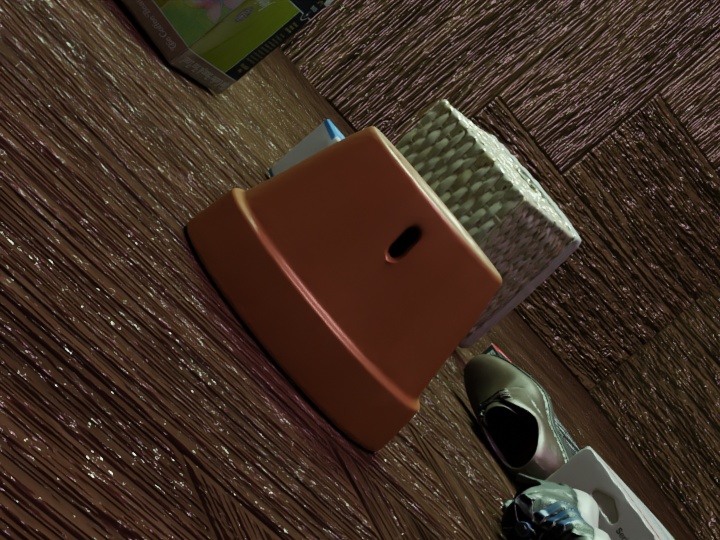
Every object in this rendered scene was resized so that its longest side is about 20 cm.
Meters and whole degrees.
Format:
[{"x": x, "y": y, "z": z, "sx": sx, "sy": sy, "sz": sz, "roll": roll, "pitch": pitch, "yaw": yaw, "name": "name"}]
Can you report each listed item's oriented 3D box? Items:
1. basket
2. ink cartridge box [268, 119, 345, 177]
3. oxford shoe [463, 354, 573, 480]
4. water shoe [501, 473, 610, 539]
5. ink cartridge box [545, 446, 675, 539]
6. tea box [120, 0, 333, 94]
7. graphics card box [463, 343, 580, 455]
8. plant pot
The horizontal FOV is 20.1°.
[{"x": 0.108, "y": -0.054, "z": 2.372, "sx": 0.199, "sy": 0.200, "sz": 0.161, "roll": 53, "pitch": 12, "yaw": 33, "name": "basket"}, {"x": 0.009, "y": -0.033, "z": 1.964, "sx": 0.200, "sy": 0.086, "sz": 0.147, "roll": 47, "pitch": 6, "yaw": -19, "name": "ink cartridge box"}, {"x": 0.146, "y": 0.138, "z": 1.990, "sx": 0.084, "sy": 0.073, "sz": 0.200, "roll": 43, "pitch": 8, "yaw": -39, "name": "oxford shoe"}, {"x": 0.145, "y": 0.215, "z": 1.582, "sx": 0.078, "sy": 0.072, "sz": 0.200, "roll": 22, "pitch": 9, "yaw": -2, "name": "water shoe"}, {"x": 0.252, "y": 0.273, "z": 1.866, "sx": 0.200, "sy": 0.083, "sz": 0.147, "roll": 46, "pitch": 7, "yaw": -42, "name": "ink cartridge box"}, {"x": -0.129, "y": -0.297, "z": 2.020, "sx": 0.134, "sy": 0.196, "sz": 0.200, "roll": 51, "pitch": 5, "yaw": 9, "name": "tea box"}, {"x": 0.194, "y": 0.178, "z": 2.220, "sx": 0.126, "sy": 0.051, "sz": 0.200, "roll": 47, "pitch": 5, "yaw": -34, "name": "graphics card box"}, {"x": 0.000, "y": 0.000, "z": 1.358, "sx": 0.200, "sy": 0.140, "sz": 0.200, "roll": 50, "pitch": 4, "yaw": -5, "name": "plant pot"}]
